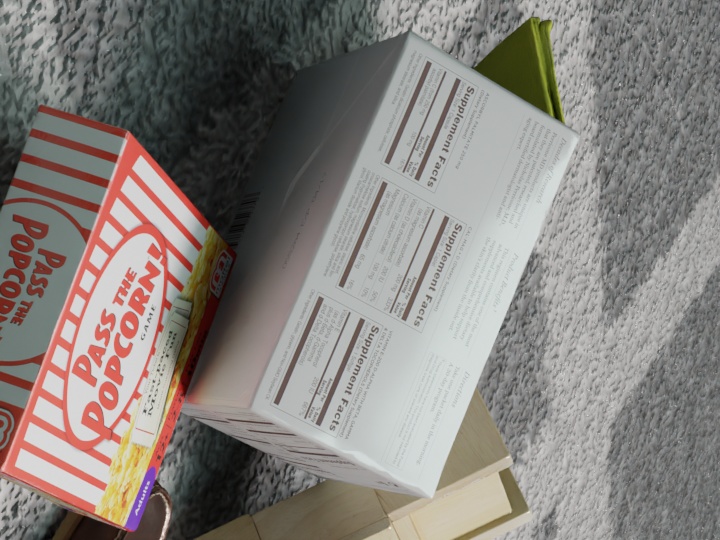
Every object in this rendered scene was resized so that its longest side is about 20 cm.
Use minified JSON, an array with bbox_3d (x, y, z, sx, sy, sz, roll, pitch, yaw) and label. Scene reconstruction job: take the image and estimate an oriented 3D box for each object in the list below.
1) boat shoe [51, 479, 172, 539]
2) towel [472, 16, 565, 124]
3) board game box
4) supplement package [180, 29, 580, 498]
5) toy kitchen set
[{"bbox_3d":[-0.140,0.198,0.995,0.201,0.070,0.070,-65,150,-17],"label":"boat shoe"},{"bbox_3d":[0.067,-0.065,1.111,0.018,0.200,0.087,-5,74,-23],"label":"towel"},{"bbox_3d":[-0.124,0.030,0.903,0.200,0.046,0.153,54,54,-73],"label":"board game box"},{"bbox_3d":[0.000,0.000,1.016,0.110,0.155,0.202,28,78,-20],"label":"supplement package"},{"bbox_3d":[-0.018,0.126,1.176,0.198,0.181,0.164,-25,144,-2],"label":"toy kitchen set"}]
